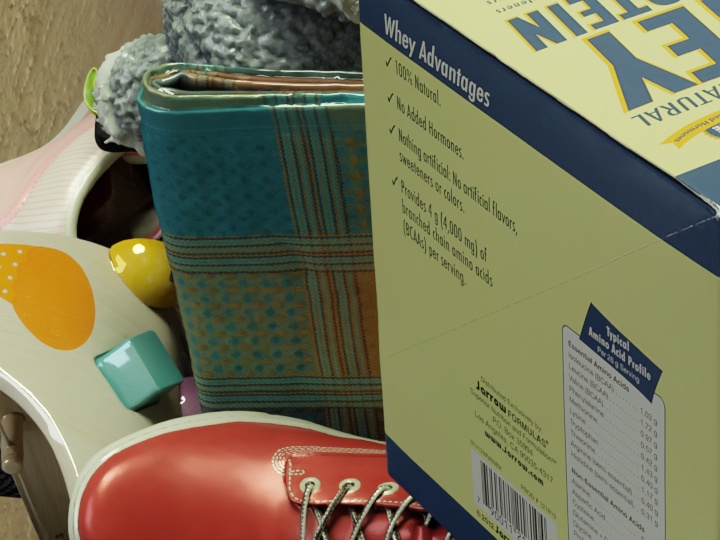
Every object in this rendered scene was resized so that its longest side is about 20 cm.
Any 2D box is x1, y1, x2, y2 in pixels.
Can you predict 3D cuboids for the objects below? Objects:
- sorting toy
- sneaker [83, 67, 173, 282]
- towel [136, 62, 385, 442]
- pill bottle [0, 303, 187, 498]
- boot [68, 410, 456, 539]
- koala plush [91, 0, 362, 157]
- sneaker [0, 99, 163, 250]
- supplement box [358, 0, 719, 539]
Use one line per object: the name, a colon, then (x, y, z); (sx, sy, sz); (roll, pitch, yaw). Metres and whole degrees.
sorting toy: (-0.098, 0.103, 1.066); (0.201, 0.106, 0.181); (76, 177, -46)
sneaker: (-0.040, -0.012, 1.073); (0.200, 0.083, 0.072); (51, 172, 6)
towel: (0.000, 0.000, 0.959); (0.201, 0.146, 0.022); (82, -168, -47)
pill bottle: (-0.170, 0.049, 1.208); (0.116, 0.199, 0.116); (-16, 70, 52)
boot: (0.002, 0.093, 0.927); (0.144, 0.199, 0.073); (-177, 90, -70)
koala plush: (0.012, -0.083, 0.974); (0.177, 0.199, 0.185); (-30, 59, 48)
sneaker: (-0.096, -0.044, 1.165); (0.104, 0.200, 0.076); (-4, 111, 40)
supplement box: (0.107, 0.008, 0.809); (0.200, 0.134, 0.201); (40, 142, 49)
